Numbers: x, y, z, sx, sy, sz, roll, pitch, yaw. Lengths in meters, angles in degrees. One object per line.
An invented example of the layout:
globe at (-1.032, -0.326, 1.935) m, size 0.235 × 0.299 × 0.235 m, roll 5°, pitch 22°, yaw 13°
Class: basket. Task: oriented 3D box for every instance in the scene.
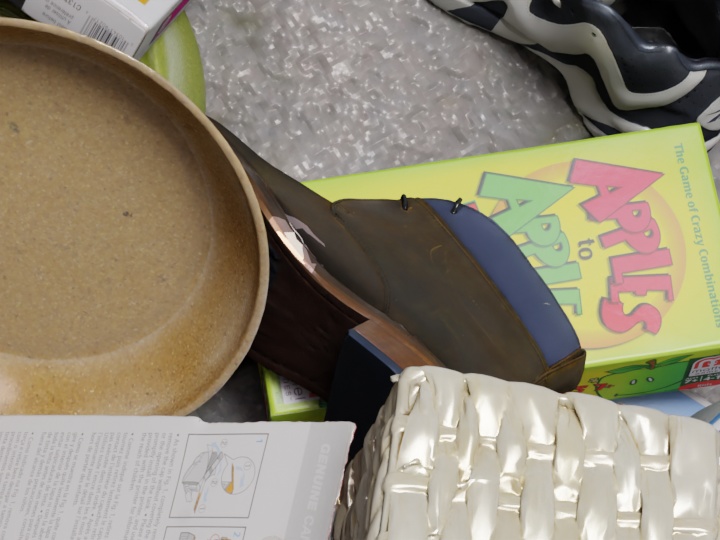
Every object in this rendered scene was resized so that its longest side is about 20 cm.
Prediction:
basket at (0.052, 0.148, 0.996) m, size 0.135 × 0.124 × 0.201 m, roll 11°, pitch 58°, yaw -5°

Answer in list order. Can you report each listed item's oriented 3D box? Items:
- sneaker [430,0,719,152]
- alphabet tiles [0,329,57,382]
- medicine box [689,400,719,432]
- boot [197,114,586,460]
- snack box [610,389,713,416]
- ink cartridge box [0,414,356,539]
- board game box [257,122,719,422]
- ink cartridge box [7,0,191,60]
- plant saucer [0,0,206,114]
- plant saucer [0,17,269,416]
sneaker at (0.094, -0.138, 1.246) m, size 0.079 × 0.130 × 0.199 m, roll -38°, pitch 83°, yaw -24°
alphabet tiles at (-0.165, -0.059, 1.218) m, size 0.167 × 0.008 × 0.200 m, roll -35°, pitch 82°, yaw -23°
medicine box at (0.141, 0.184, 1.145) m, size 0.182 × 0.103 × 0.200 m, roll -39°, pitch 86°, yaw -16°
boot at (0.000, 0.000, 1.156) m, size 0.097 × 0.075 × 0.200 m, roll -19°, pitch 56°, yaw -36°
snack box at (0.126, 0.085, 1.233) m, size 0.199 × 0.024 × 0.072 m, roll 31°, pitch 67°, yaw -2°
ink cartridge box at (-0.093, 0.135, 1.082) m, size 0.199 × 0.050 × 0.162 m, roll -1°, pitch 64°, yaw 30°
board game box at (0.053, 0.007, 1.203) m, size 0.199 × 0.048 × 0.102 m, roll -9°, pitch 67°, yaw -5°
ink cartridge box at (-0.095, -0.162, 1.232) m, size 0.094 × 0.037 × 0.200 m, roll 35°, pitch 39°, yaw -1°
plant saucer at (-0.159, -0.082, 1.208) m, size 0.199 × 0.031 × 0.201 m, roll 5°, pitch 70°, yaw -13°
plant saucer at (-0.132, -0.019, 1.130) m, size 0.199 × 0.201 × 0.036 m, roll 21°, pitch 34°, yaw -6°
